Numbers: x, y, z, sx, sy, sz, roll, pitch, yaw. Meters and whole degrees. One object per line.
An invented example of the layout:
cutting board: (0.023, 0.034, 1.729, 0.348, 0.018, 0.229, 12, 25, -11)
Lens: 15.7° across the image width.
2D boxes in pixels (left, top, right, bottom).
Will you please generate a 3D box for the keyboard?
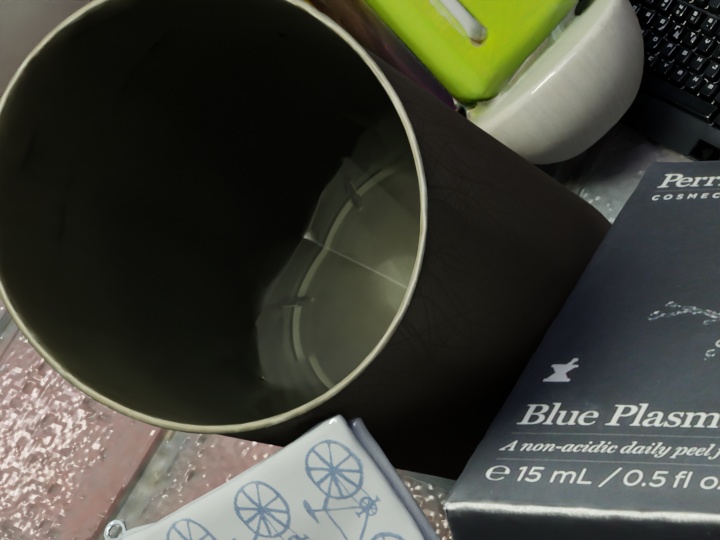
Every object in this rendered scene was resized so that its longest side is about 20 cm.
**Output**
keyboard: (0.160, -0.088, 1.014, 0.199, 0.040, 0.104, 31, 76, 39)

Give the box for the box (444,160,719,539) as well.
box: (0.158, 0.062, 0.812, 0.195, 0.118, 0.200, 0, 33, 28)

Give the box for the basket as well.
basket: (0.000, 0.000, 0.870, 0.180, 0.200, 0.137, 26, 92, 35)

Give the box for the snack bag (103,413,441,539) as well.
snack bag: (-0.023, 0.157, 0.818, 0.199, 0.189, 0.021, -29, 7, 35)

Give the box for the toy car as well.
toy car: (0.002, -0.093, 1.044, 0.200, 0.175, 0.150, -45, 9, -1)

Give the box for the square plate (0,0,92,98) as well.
square plate: (-0.087, -0.116, 1.063, 0.198, 0.200, 0.028, -44, 68, -6)
